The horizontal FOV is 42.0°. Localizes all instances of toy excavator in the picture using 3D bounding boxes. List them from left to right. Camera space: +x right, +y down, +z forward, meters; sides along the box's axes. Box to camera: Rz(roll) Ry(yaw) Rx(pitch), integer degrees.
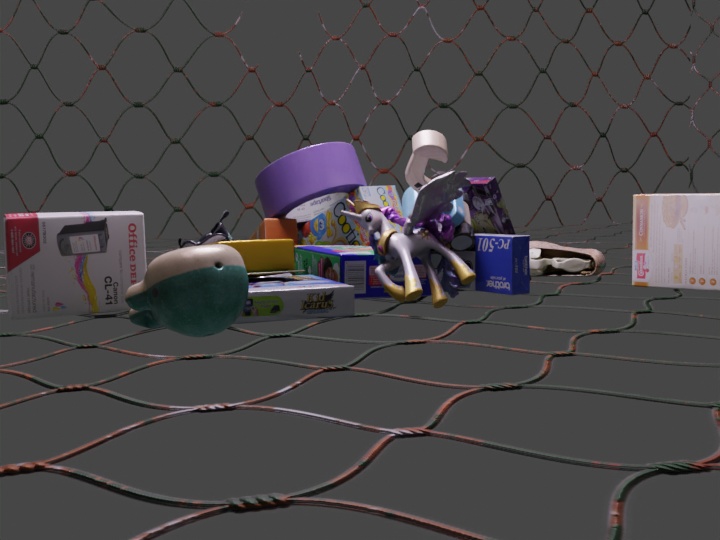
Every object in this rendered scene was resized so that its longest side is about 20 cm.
[{"bbox_3d":[0.111,-0.117,1.524,0.198,0.101,0.193,29,-49,-32],"label":"toy excavator"}]

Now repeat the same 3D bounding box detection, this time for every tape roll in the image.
[{"bbox_3d":[-0.090,-0.152,1.724,0.196,0.087,0.200,-18,-12,-4],"label":"tape roll"}]

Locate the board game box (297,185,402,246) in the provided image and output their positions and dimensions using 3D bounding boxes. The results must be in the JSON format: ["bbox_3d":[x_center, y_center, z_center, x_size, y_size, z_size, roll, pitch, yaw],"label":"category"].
[{"bbox_3d":[-0.017,-0.069,1.756,0.102,0.107,0.199,-7,-18,-47],"label":"board game box"}]

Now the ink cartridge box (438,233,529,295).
[{"bbox_3d":[0.202,-0.014,1.583,0.044,0.096,0.198,-4,6,-35],"label":"ink cartridge box"}]

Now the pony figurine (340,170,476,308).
[{"bbox_3d":[0.085,-0.045,1.395,0.190,0.202,0.168,-14,-33,-28],"label":"pony figurine"}]

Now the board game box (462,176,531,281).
[{"bbox_3d":[0.218,-0.067,1.636,0.032,0.203,0.119,-35,23,-27],"label":"board game box"}]

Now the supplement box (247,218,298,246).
[{"bbox_3d":[-0.167,-0.042,1.739,0.065,0.070,0.200,-1,-12,-18],"label":"supplement box"}]

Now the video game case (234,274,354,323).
[{"bbox_3d":[-0.123,0.038,1.356,0.177,0.047,0.199,-2,5,-21],"label":"video game case"}]

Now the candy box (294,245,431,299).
[{"bbox_3d":[0.000,0.000,1.557,0.166,0.079,0.199,-1,4,-26],"label":"candy box"}]

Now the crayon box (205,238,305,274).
[{"bbox_3d":[-0.182,-0.015,1.409,0.124,0.053,0.199,-3,-1,-32],"label":"crayon box"}]

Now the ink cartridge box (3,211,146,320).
[{"bbox_3d":[-0.418,-0.011,1.379,0.196,0.151,0.085,-4,6,-21],"label":"ink cartridge box"}]

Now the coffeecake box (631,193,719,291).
[{"bbox_3d":[0.554,-0.048,1.545,0.197,0.157,0.072,4,6,41],"label":"coffeecake box"}]

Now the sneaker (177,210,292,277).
[{"bbox_3d":[-0.207,-0.028,1.550,0.196,0.143,0.077,-4,5,-23],"label":"sneaker"}]

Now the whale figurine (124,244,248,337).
[{"bbox_3d":[-0.218,0.043,1.175,0.157,0.106,0.199,-7,-17,-41],"label":"whale figurine"}]

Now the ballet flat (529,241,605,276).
[{"bbox_3d":[0.361,-0.018,1.770,0.196,0.070,0.067,-1,12,21],"label":"ballet flat"}]

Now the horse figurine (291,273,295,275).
[{"bbox_3d":[-0.179,0.008,1.671,0.195,0.051,0.133,-4,-2,-1],"label":"horse figurine"}]
